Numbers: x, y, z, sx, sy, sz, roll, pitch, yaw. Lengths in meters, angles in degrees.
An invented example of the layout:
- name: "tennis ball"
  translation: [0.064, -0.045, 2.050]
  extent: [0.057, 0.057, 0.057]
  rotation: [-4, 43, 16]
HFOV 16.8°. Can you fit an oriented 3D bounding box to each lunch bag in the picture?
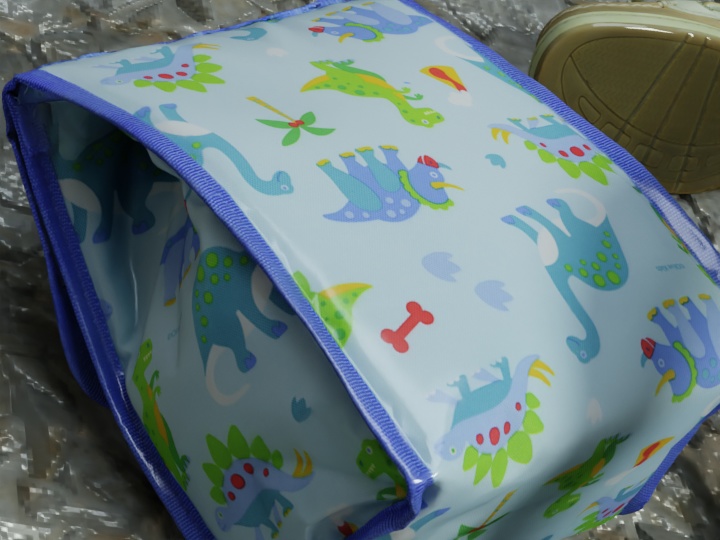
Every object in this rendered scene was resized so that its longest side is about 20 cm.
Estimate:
- name: "lunch bag"
  translation: [0.000, 0.000, 0.778]
  extent: [0.170, 0.128, 0.200]
  rotation: [-17, 64, -42]

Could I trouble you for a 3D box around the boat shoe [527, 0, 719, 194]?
- name: "boat shoe"
  translation: [0.147, -0.076, 1.007]
  extent: [0.200, 0.073, 0.063]
  rotation: [6, 34, -30]
